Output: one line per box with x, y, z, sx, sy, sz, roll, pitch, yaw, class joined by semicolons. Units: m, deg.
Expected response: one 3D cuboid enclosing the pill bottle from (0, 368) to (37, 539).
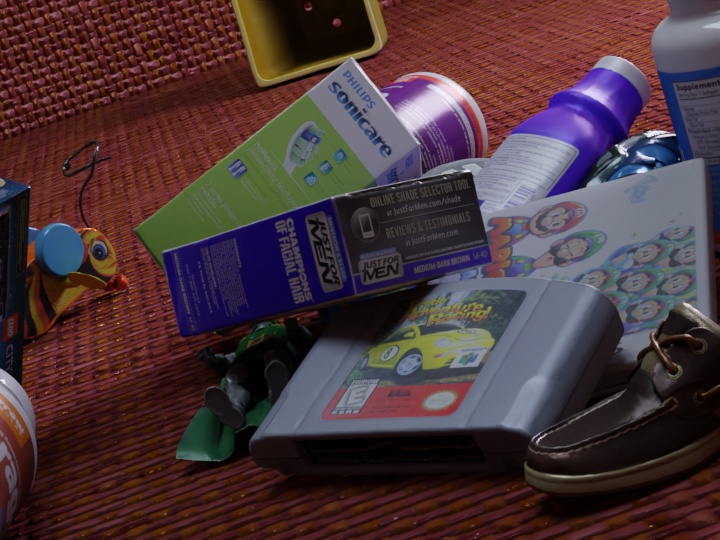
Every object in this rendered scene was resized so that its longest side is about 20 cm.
-0.255;0.123;1.188;0.112;0.113;0.200;-16;14;8;pill bottle

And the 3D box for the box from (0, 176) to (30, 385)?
-0.278;0.051;1.336;0.037;0.201;0.137;17;27;20;box

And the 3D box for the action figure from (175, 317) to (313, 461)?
-0.065;0.064;1.313;0.118;0.055;0.200;-21;9;3;action figure

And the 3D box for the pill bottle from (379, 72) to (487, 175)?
0.020;-0.089;1.681;0.112;0.113;0.200;-10;15;33;pill bottle

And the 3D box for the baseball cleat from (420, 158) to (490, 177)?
0.106;-0.049;1.495;0.199;0.070;0.106;-15;13;20;baseball cleat

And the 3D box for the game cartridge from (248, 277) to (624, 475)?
0.043;0.058;1.124;0.199;0.041;0.133;-6;32;37;game cartridge

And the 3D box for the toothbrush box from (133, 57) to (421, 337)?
-0.056;-0.049;1.464;0.200;0.086;0.146;-38;-7;-2;toothbrush box

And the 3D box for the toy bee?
-0.257;-0.001;1.778;0.200;0.109;0.131;-47;29;-11;toy bee

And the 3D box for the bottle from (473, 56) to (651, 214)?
0.133;-0.068;1.401;0.083;0.065;0.200;14;55;43;bottle

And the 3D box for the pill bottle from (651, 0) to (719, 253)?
0.252;-0.120;1.292;0.112;0.201;0.112;-17;13;4;pill bottle

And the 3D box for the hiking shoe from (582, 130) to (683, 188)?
0.181;-0.028;1.331;0.086;0.075;0.200;5;36;44;hiking shoe

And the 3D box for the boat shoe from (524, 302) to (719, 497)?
0.166;0.050;0.997;0.199;0.072;0.072;-21;13;-11;boat shoe

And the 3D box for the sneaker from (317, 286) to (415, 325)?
0.000;0.000;1.412;0.074;0.083;0.200;-22;12;-6;sneaker

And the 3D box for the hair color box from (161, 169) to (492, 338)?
-0.025;-0.008;1.242;0.109;0.065;0.200;-13;-3;-36;hair color box

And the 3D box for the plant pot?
-0.065;-0.391;2.893;0.193;0.197;0.200;-15;7;14;plant pot

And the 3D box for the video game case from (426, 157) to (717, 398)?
0.123;0.012;1.198;0.181;0.024;0.200;-15;31;18;video game case
